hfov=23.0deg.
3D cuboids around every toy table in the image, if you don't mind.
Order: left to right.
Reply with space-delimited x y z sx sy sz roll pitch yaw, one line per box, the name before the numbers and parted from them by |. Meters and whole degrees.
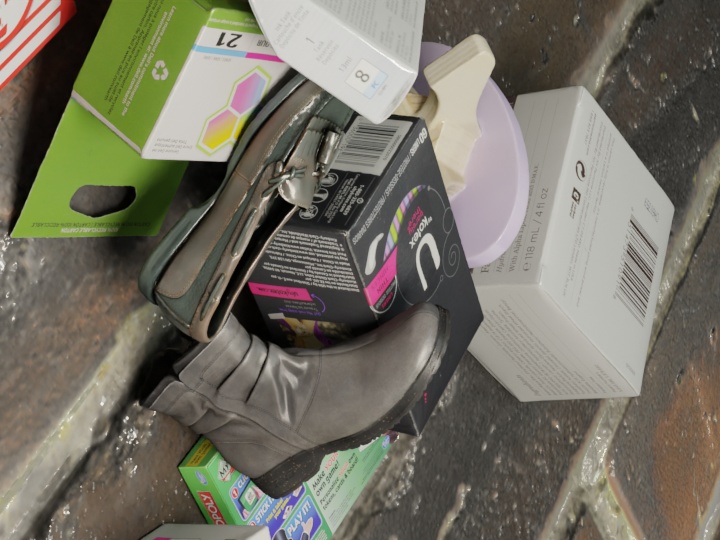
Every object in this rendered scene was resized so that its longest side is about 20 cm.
toy table | 0.041 -0.105 1.358 0.117 0.184 0.201 29 22 -55

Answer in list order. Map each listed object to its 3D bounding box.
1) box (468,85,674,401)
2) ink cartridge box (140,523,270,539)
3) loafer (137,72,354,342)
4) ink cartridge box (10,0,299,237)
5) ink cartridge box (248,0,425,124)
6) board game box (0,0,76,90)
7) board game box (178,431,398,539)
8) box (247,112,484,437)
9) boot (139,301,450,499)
box | 0.165 -0.019 1.547 0.200 0.130 0.201 43 52 -43
ink cartridge box | -0.110 0.214 1.081 0.200 0.172 0.044 -30 110 -53
loafer | -0.056 -0.042 1.111 0.200 0.063 0.072 -50 155 11
ink cartridge box | -0.112 -0.088 1.115 0.147 0.076 0.201 -4 126 -56
ink cartridge box | -0.051 -0.190 1.067 0.199 0.047 0.161 32 29 -14
board game box | -0.245 -0.163 1.010 0.201 0.046 0.153 -57 150 -42
board game box | -0.048 0.132 1.309 0.200 0.029 0.136 -52 126 -44
box | 0.000 0.000 1.239 0.123 0.105 0.201 -57 143 -34
boot | -0.047 0.063 1.154 0.131 0.200 0.070 38 27 -22
